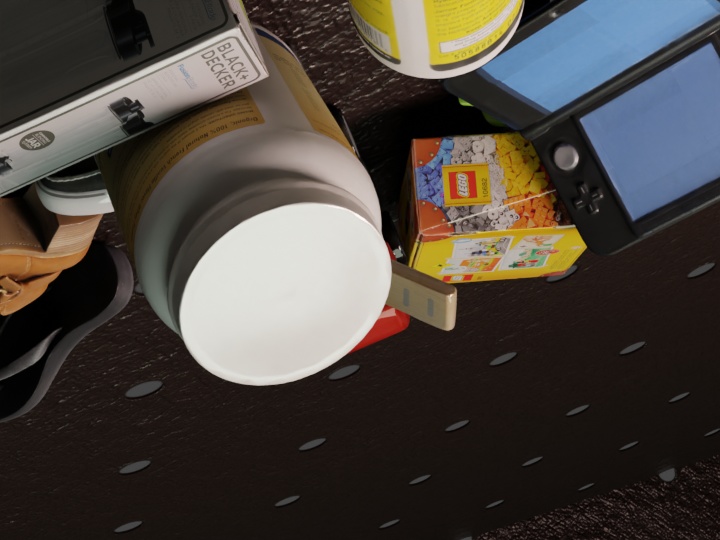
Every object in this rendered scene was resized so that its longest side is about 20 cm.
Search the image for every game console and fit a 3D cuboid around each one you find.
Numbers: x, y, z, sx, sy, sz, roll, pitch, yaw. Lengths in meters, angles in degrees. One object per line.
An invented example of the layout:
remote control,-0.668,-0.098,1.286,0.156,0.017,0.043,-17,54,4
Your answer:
game console,0.186,-0.110,0.948,0.199,0.172,0.118,-29,179,33

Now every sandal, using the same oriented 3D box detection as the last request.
sandal,-0.263,0.047,1.129,0.200,0.077,0.043,-45,152,24

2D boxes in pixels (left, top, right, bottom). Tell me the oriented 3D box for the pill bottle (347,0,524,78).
pill bottle,0.037,-0.200,0.770,0.110,0.112,0.200,-21,159,-1

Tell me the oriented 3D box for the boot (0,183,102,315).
boot,-0.284,-0.008,0.975,0.198,0.075,0.155,-4,156,-33

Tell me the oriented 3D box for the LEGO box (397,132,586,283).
LEGO box,0.110,-0.048,1.149,0.147,0.078,0.200,-3,169,-3

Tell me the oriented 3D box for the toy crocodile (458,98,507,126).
toy crocodile,0.158,-0.142,1.096,0.198,0.063,0.067,0,-177,-33

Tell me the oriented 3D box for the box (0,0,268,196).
box,-0.161,-0.123,0.755,0.198,0.118,0.060,-25,158,4

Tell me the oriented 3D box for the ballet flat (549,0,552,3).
ballet flat,0.161,-0.188,0.963,0.071,0.073,0.201,-22,160,0

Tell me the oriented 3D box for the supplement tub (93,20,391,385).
supplement tub,-0.072,-0.044,0.815,0.142,0.201,0.146,-12,131,-15

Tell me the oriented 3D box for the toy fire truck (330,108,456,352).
toy fire truck,0.000,0.000,1.036,0.127,0.201,0.177,-22,134,5

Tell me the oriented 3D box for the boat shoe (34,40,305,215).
boat shoe,-0.127,-0.100,0.928,0.198,0.069,0.057,-22,141,-6
